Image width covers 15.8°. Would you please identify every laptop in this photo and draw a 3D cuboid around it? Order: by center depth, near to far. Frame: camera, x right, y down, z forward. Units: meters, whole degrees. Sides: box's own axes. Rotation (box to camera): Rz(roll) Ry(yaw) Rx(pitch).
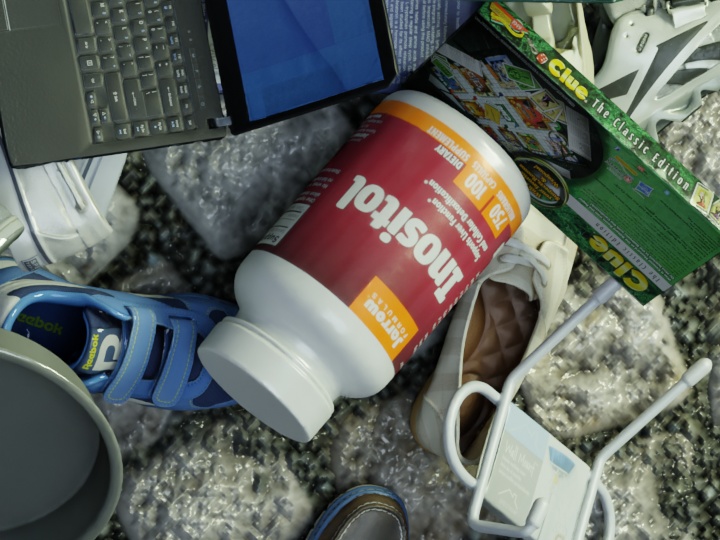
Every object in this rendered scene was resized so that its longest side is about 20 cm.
[{"bbox_3d":[-0.103,-0.163,1.415,0.200,0.103,0.178,-9,83,-19],"label":"laptop"}]

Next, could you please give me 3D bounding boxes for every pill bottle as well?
[{"bbox_3d":[0.000,0.000,1.529,0.113,0.113,0.200,45,74,-18],"label":"pill bottle"}]

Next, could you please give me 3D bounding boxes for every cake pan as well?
[{"bbox_3d":[-0.237,0.104,1.508,0.200,0.037,0.201,-1,130,-1],"label":"cake pan"}]

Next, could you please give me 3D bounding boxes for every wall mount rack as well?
[{"bbox_3d":[0.138,0.106,1.604,0.200,0.074,0.174,41,60,-44],"label":"wall mount rack"}]

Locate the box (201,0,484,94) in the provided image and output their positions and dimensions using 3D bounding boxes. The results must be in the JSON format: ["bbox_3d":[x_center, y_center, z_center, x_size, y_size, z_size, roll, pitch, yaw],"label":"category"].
[{"bbox_3d":[-0.005,-0.166,1.556,0.200,0.032,0.121,0,102,-15],"label":"box"}]

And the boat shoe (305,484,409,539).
[{"bbox_3d":[-0.010,0.235,1.618,0.072,0.072,0.200,14,98,-17],"label":"boat shoe"}]

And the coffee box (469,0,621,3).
[{"bbox_3d":[0.073,-0.176,1.443,0.200,0.123,0.044,4,103,29],"label":"coffee box"}]

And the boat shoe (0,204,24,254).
[{"bbox_3d":[-0.270,-0.004,1.444,0.065,0.202,0.074,58,43,-16],"label":"boat shoe"}]

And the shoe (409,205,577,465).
[{"bbox_3d":[0.091,0.029,1.611,0.070,0.053,0.200,19,96,-17],"label":"shoe"}]

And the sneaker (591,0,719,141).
[{"bbox_3d":[0.194,-0.149,1.589,0.200,0.074,0.089,-40,104,1],"label":"sneaker"}]

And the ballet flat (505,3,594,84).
[{"bbox_3d":[0.103,-0.148,1.539,0.069,0.069,0.200,-7,102,-13],"label":"ballet flat"}]

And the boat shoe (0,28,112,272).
[{"bbox_3d":[-0.190,-0.103,1.465,0.070,0.071,0.200,-19,83,1],"label":"boat shoe"}]

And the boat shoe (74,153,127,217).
[{"bbox_3d":[-0.156,-0.117,1.507,0.067,0.074,0.200,16,97,-17],"label":"boat shoe"}]

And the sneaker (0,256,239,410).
[{"bbox_3d":[-0.140,0.046,1.542,0.200,0.082,0.074,10,98,-18],"label":"sneaker"}]

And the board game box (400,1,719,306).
[{"bbox_3d":[0.123,-0.068,1.522,0.200,0.105,0.023,42,54,-6],"label":"board game box"}]
